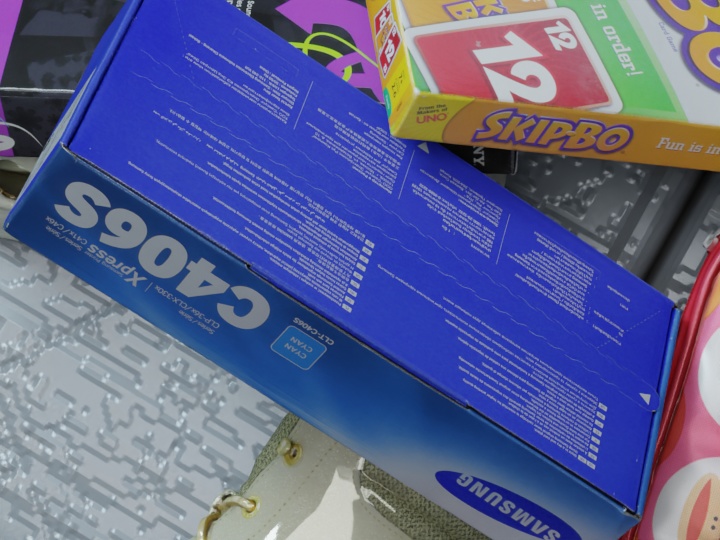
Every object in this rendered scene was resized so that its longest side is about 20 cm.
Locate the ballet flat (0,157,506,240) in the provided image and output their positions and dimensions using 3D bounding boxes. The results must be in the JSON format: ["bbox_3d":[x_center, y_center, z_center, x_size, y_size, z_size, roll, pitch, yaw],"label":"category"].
[{"bbox_3d":[-0.050,-0.034,0.805,0.198,0.069,0.070,2,82,7],"label":"ballet flat"}]

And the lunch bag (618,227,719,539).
[{"bbox_3d":[0.148,0.086,0.762,0.175,0.082,0.202,18,85,13],"label":"lunch bag"}]

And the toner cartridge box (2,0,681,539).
[{"bbox_3d":[0.000,0.000,0.704,0.199,0.043,0.095,33,43,-12],"label":"toner cartridge box"}]

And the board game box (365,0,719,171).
[{"bbox_3d":[0.097,-0.076,0.754,0.198,0.030,0.096,6,53,-23],"label":"board game box"}]

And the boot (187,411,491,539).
[{"bbox_3d":[-0.054,0.093,0.785,0.199,0.072,0.155,31,87,4],"label":"boot"}]

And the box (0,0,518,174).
[{"bbox_3d":[-0.040,-0.097,0.793,0.198,0.036,0.144,2,51,7],"label":"box"}]
